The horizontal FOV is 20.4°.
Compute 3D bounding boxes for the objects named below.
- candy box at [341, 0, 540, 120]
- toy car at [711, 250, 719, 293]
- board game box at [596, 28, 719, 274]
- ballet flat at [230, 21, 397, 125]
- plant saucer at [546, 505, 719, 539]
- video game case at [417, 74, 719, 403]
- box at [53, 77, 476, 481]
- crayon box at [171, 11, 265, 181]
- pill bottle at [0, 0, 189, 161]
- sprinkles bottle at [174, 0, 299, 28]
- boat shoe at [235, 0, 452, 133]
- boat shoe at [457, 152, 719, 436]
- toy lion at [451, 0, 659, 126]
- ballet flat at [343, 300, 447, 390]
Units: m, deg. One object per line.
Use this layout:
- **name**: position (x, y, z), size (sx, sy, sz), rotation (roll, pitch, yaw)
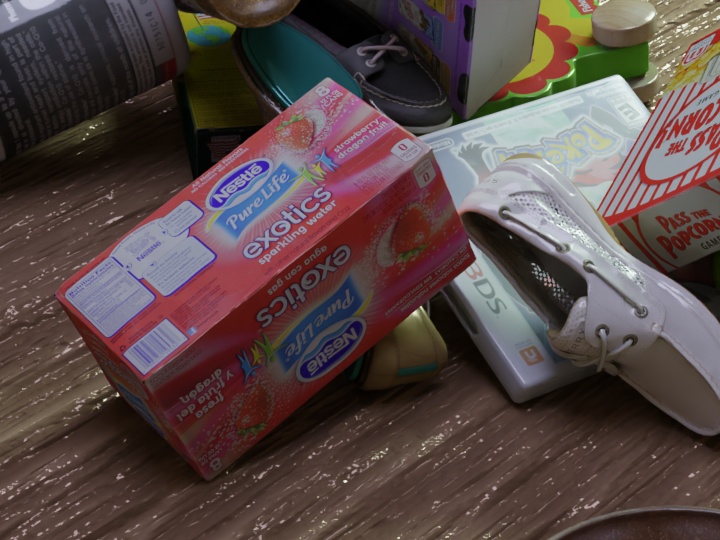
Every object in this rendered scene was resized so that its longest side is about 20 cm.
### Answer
- **candy box**: position (0.025, -0.220, 1.314), size (0.072, 0.168, 0.200), rotation (-41, 72, -16)
- **toy car**: position (0.317, -0.069, 1.164), size (0.158, 0.200, 0.164), rotation (29, 38, 9)
- **board game box**: position (0.228, -0.088, 1.174), size (0.151, 0.046, 0.200), rotation (-28, 22, 48)
- **ballet flat**: position (-0.011, -0.077, 1.262), size (0.200, 0.067, 0.068), rotation (41, 49, 14)
- **plant saucer**: position (0.161, 0.188, 0.937), size (0.200, 0.037, 0.200), rotation (1, 34, 0)
- **video game case**: position (0.127, -0.026, 1.208), size (0.200, 0.023, 0.182), rotation (-19, 62, -29)
- **box**: position (-0.050, 0.002, 1.092), size (0.200, 0.095, 0.103), rotation (-40, 47, -14)
- **crayon box**: position (-0.064, -0.130, 1.389), size (0.127, 0.051, 0.200), rotation (-4, 35, -9)
- **pill bottle**: position (-0.224, -0.140, 1.310), size (0.200, 0.114, 0.114), rotation (-28, 41, -14)
- **sprinkles bottle**: position (-0.091, -0.195, 1.285), size (0.068, 0.068, 0.200), rotation (-8, 12, -15)
- **boat shoe**: position (-0.016, -0.151, 1.327), size (0.067, 0.057, 0.200), rotation (-23, 42, -35)
- **boat shoe**: position (0.131, 0.026, 1.109), size (0.200, 0.071, 0.069), rotation (44, 51, 11)
- **toy lion**: position (0.107, -0.165, 1.451), size (0.192, 0.069, 0.200), rotation (-13, 36, -8)
- **ballet flat**: position (0.000, 0.000, 1.195), size (0.063, 0.069, 0.200), rotation (0, 41, -21)
